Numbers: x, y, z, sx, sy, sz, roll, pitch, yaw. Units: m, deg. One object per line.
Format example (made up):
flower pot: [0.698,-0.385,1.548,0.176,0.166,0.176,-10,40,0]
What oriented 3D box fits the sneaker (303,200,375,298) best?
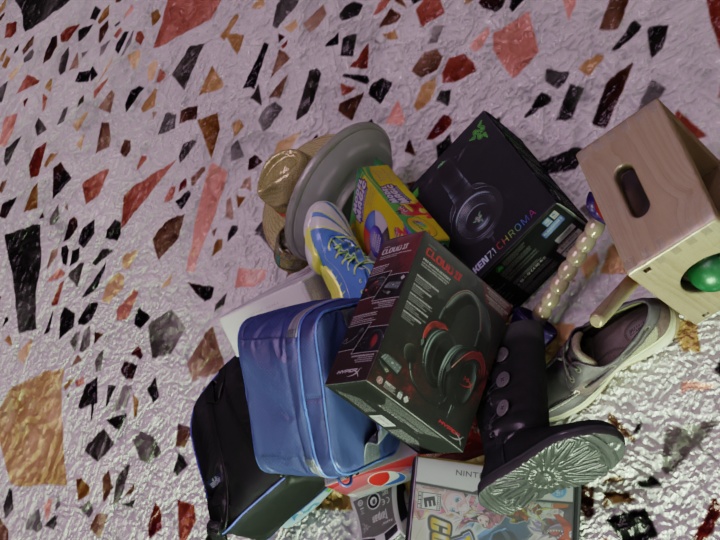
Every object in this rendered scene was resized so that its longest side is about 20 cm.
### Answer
sneaker: [0.000,0.000,1.298,0.105,0.075,0.203,-31,72,47]

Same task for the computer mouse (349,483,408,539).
computer mouse: [0.035,0.304,1.297,0.109,0.044,0.202,-29,52,27]

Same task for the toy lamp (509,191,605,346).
toy lamp: [0.223,0.011,1.240,0.058,0.058,0.202,44,112,46]

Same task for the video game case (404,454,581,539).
video game case: [0.132,0.300,1.136,0.026,0.178,0.203,104,173,-69]

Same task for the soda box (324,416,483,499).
soda box: [0.051,0.195,1.266,0.198,0.063,0.071,-26,53,28]

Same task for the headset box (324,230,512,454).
headset box: [0.068,0.068,1.172,0.075,0.148,0.202,-13,46,50]

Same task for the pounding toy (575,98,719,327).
pounding toy: [0.299,-0.034,1.110,0.141,0.183,0.202,-34,50,26]

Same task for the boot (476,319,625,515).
boot: [0.186,0.131,1.145,0.164,0.066,0.201,-28,31,26]

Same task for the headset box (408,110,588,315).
headset box: [0.150,-0.064,1.333,0.174,0.092,0.201,-45,45,17]

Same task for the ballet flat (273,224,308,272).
ballet flat: [-0.048,-0.084,1.517,0.201,0.071,0.070,-51,42,-11]

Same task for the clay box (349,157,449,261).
clay box: [0.035,-0.040,1.332,0.200,0.047,0.116,-127,38,-48]

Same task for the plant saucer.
plant saucer: [-0.013,-0.091,1.439,0.050,0.200,0.202,33,94,27]

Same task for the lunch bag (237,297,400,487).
lunch bag: [-0.035,0.134,1.207,0.131,0.135,0.203,-9,93,39]

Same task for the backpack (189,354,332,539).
backpack: [-0.120,0.219,1.411,0.183,0.146,0.201,-45,50,21]

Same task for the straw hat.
straw hat: [-0.099,-0.127,1.605,0.199,0.085,0.204,-20,58,35]

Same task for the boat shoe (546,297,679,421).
boat shoe: [0.244,0.090,1.188,0.199,0.064,0.073,-38,50,25]

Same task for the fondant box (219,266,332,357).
fondant box: [-0.065,0.031,1.422,0.143,0.200,0.059,-23,96,34]
